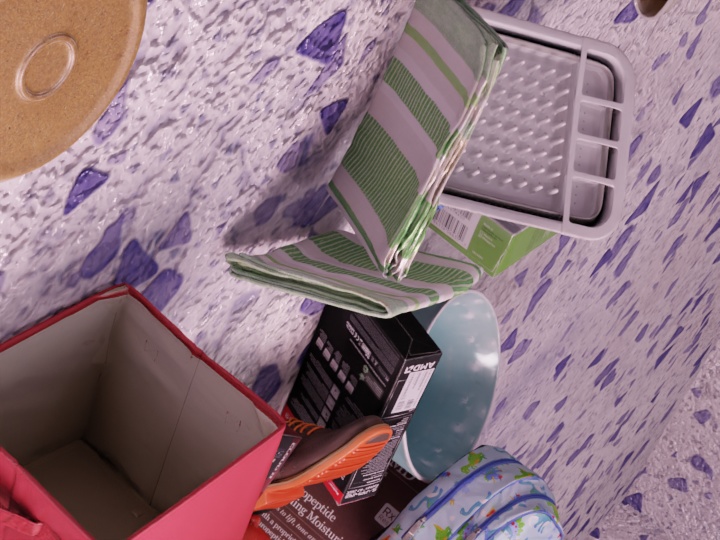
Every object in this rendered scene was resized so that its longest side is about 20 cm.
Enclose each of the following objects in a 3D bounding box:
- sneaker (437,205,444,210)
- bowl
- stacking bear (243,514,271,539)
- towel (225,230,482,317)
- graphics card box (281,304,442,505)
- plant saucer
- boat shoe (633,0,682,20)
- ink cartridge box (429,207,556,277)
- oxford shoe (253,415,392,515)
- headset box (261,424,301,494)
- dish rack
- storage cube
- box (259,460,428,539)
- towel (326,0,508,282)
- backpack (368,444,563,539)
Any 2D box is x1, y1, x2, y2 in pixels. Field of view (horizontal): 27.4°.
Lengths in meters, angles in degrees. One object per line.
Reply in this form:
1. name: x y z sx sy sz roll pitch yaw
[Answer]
1. sneaker: 0.093 -0.103 1.349 0.200 0.077 0.076 -53 162 5
2. bowl: 0.054 0.108 1.523 0.200 0.105 0.202 -27 124 -51
3. stacking bear: -0.151 0.321 1.430 0.200 0.113 0.122 -50 -170 26
4. towel: 0.000 0.000 1.211 0.200 0.152 0.024 -12 115 -63
5. graphics card box: -0.003 0.111 1.422 0.051 0.126 0.201 -8 135 -34
6. plant saucer: -0.179 -0.118 0.796 0.200 0.035 0.201 -44 158 -23
7. boat shoe: 0.313 -0.323 1.482 0.070 0.071 0.200 -47 166 -21
8. ink cartridge box: 0.158 -0.080 1.490 0.200 0.104 0.059 -31 152 -44
9. oxford shoe: -0.055 0.168 1.387 0.199 0.073 0.071 -30 162 33
10. headset box: -0.146 0.179 1.301 0.149 0.077 0.200 -54 161 4
11. dish rack: 0.128 -0.120 1.226 0.044 0.199 0.173 161 -61 -67
12. storage cube: -0.187 0.151 1.030 0.200 0.171 0.180 -33 154 -44
13. box: -0.011 0.276 1.625 0.200 0.166 0.164 -50 158 -8
14. towel: 0.039 -0.112 1.134 0.023 0.153 0.201 12 116 -28
15. backpack: 0.105 0.273 1.486 0.200 0.153 0.163 -52 137 -20
